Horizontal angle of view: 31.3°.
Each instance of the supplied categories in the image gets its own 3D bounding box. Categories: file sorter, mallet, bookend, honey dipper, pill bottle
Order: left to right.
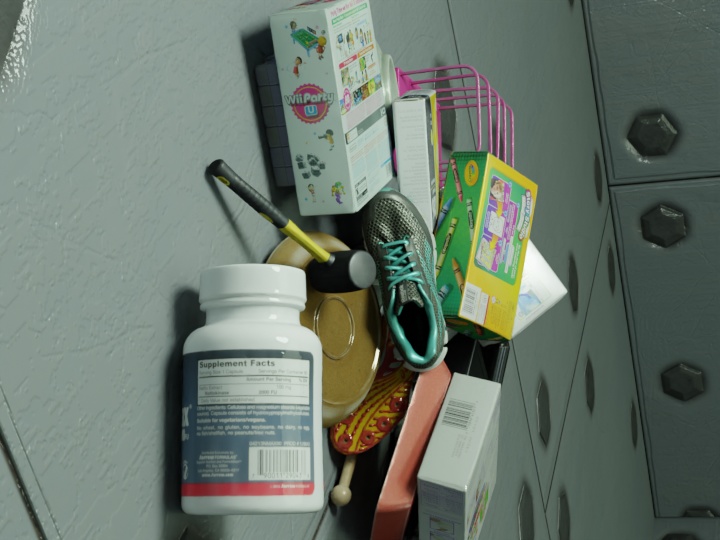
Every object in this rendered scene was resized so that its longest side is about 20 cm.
[{"bbox_3d":[-0.090,0.101,1.071,0.120,0.119,0.201,25,63,-68],"label":"pill bottle"},{"bbox_3d":[-0.060,-0.040,1.195,0.200,0.066,0.041,45,57,-40],"label":"mallet"},{"bbox_3d":[-0.003,0.176,1.443,0.038,0.038,0.201,68,30,-42],"label":"honey dipper"},{"bbox_3d":[0.127,0.093,1.737,0.199,0.092,0.201,-68,147,-51],"label":"bookend"},{"bbox_3d":[0.129,-0.188,1.750,0.200,0.125,0.140,21,67,-69],"label":"file sorter"}]

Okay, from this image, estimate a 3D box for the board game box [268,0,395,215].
[{"bbox_3d":[-0.025,-0.172,1.302,0.148,0.064,0.201,-48,132,-65],"label":"board game box"}]

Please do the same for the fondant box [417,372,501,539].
[{"bbox_3d":[0.110,0.234,1.432,0.201,0.058,0.145,84,23,-48],"label":"fondant box"}]

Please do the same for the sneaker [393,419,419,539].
[{"bbox_3d":[0.072,0.270,1.572,0.201,0.075,0.080,-74,155,-44],"label":"sneaker"}]

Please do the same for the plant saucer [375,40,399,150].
[{"bbox_3d":[0.017,-0.194,1.484,0.200,0.050,0.201,-7,90,-82],"label":"plant saucer"}]

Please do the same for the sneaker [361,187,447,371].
[{"bbox_3d":[0.050,0.012,1.336,0.091,0.077,0.201,-71,144,-85],"label":"sneaker"}]

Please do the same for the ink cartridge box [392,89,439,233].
[{"bbox_3d":[0.068,-0.101,1.464,0.198,0.047,0.201,-65,150,-78],"label":"ink cartridge box"}]

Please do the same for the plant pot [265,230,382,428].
[{"bbox_3d":[-0.034,0.058,1.295,0.200,0.027,0.201,13,74,-53],"label":"plant pot"}]

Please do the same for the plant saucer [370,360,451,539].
[{"bbox_3d":[0.058,0.209,1.444,0.200,0.037,0.201,94,15,-64],"label":"plant saucer"}]

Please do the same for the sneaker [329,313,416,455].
[{"bbox_3d":[0.028,0.117,1.428,0.201,0.073,0.077,-60,-177,-16],"label":"sneaker"}]

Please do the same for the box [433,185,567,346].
[{"bbox_3d":[0.151,-0.016,1.636,0.200,0.101,0.112,54,-15,-1],"label":"box"}]

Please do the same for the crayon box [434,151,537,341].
[{"bbox_3d":[0.143,-0.027,1.518,0.119,0.058,0.201,25,72,-49],"label":"crayon box"}]

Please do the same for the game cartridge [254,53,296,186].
[{"bbox_3d":[-0.054,-0.177,1.363,0.200,0.038,0.130,-48,135,-64],"label":"game cartridge"}]

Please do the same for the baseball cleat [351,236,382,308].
[{"bbox_3d":[0.000,0.000,1.425,0.201,0.069,0.107,-73,153,-47],"label":"baseball cleat"}]

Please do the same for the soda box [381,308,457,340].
[{"bbox_3d":[0.067,0.059,1.580,0.068,0.064,0.200,49,12,14],"label":"soda box"}]
